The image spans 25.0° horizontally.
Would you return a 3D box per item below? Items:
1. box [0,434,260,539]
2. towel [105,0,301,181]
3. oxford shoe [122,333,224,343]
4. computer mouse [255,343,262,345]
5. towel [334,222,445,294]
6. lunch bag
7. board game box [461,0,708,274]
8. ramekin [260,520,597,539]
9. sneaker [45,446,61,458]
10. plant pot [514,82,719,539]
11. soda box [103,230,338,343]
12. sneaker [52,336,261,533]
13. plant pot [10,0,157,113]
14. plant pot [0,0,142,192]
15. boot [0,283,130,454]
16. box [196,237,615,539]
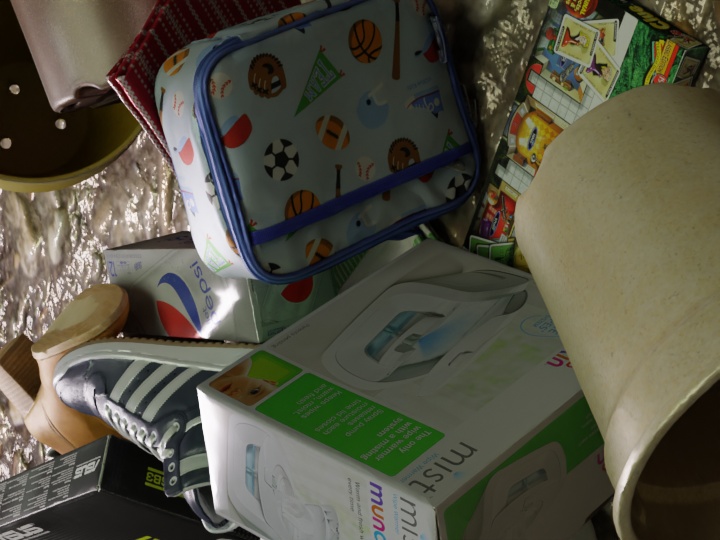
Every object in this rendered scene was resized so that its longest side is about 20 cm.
[{"bbox_3d":[-0.152,0.187,1.190,0.200,0.193,0.048,-24,52,48],"label":"box"},{"bbox_3d":[-0.085,-0.131,1.027,0.022,0.200,0.145,-9,131,31],"label":"towel"},{"bbox_3d":[-0.133,0.079,1.217,0.200,0.084,0.073,50,171,37],"label":"oxford shoe"},{"bbox_3d":[-0.056,-0.029,1.123,0.110,0.044,0.200,-5,98,57],"label":"computer mouse"},{"bbox_3d":[0.000,0.000,1.105,0.200,0.023,0.153,58,135,26],"label":"towel"},{"bbox_3d":[-0.017,-0.081,0.976,0.076,0.200,0.161,1,110,55],"label":"lunch bag"},{"bbox_3d":[0.124,-0.063,0.948,0.105,0.023,0.200,40,125,36],"label":"board game box"},{"bbox_3d":[0.035,0.187,0.968,0.202,0.202,0.094,46,140,35],"label":"ramekin"},{"bbox_3d":[-0.199,0.218,1.332,0.070,0.082,0.200,-44,64,44],"label":"sneaker"},{"bbox_3d":[0.173,0.013,0.794,0.201,0.200,0.184,-63,40,35],"label":"plant pot"},{"bbox_3d":[-0.098,0.008,1.099,0.200,0.068,0.064,1,103,55],"label":"soda box"},{"bbox_3d":[-0.125,0.105,1.028,0.200,0.070,0.109,-2,60,29],"label":"sneaker"},{"bbox_3d":[-0.173,-0.226,1.156,0.200,0.200,0.199,-13,95,50],"label":"plant pot"},{"bbox_3d":[-0.263,-0.143,1.287,0.142,0.200,0.200,131,123,-71],"label":"plant pot"},{"bbox_3d":[-0.178,0.092,1.170,0.144,0.071,0.201,46,143,-15],"label":"boot"},{"bbox_3d":[0.043,0.086,0.905,0.176,0.200,0.097,22,130,39],"label":"box"}]
